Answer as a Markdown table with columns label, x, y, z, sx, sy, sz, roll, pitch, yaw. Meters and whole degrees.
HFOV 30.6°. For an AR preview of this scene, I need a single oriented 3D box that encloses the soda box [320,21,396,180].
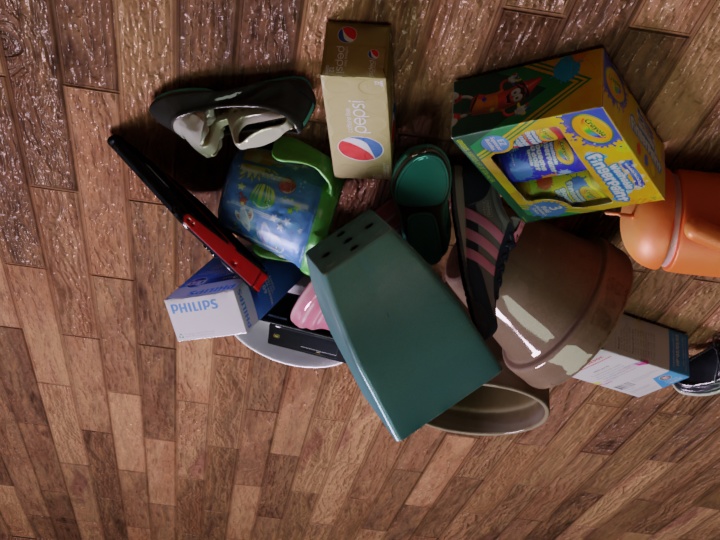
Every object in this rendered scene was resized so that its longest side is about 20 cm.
| label | x | y | z | sx | sy | sz | roll | pitch | yaw |
| --- | --- | --- | --- | --- | --- | --- | --- | --- | --- |
| soda box | 0.001 | -0.170 | 1.354 | 0.067 | 0.065 | 0.201 | 3 | 155 | 5 |

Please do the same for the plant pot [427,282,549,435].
| label | x | y | z | sx | sy | sz | roll | pitch | yaw |
| --- | --- | --- | --- | --- | --- | --- | --- | --- | --- |
| plant pot | 0.160 | 0.108 | 1.777 | 0.197 | 0.176 | 0.201 | 5 | 156 | 2 |

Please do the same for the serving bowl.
| label | x | y | z | sx | sy | sz | roll | pitch | yaw |
| --- | --- | --- | --- | --- | --- | --- | --- | --- | --- |
| serving bowl | -0.088 | 0.051 | 1.816 | 0.197 | 0.066 | 0.201 | 9 | 143 | 7 |

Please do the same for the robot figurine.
| label | x | y | z | sx | sy | sz | roll | pitch | yaw |
| --- | --- | --- | --- | --- | --- | --- | --- | --- | --- |
| robot figurine | 0.376 | -0.053 | 1.461 | 0.197 | 0.145 | 0.117 | 6 | 138 | -1 |

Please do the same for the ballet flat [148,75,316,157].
| label | x | y | z | sx | sy | sz | roll | pitch | yaw |
| --- | --- | --- | --- | --- | --- | --- | --- | --- | --- |
| ballet flat | -0.142 | -0.161 | 1.395 | 0.197 | 0.069 | 0.068 | -6 | 153 | 24 |

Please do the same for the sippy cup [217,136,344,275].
| label | x | y | z | sx | sy | sz | roll | pitch | yaw |
| --- | --- | --- | --- | --- | --- | --- | --- | --- | --- |
| sippy cup | -0.091 | -0.079 | 1.503 | 0.129 | 0.140 | 0.180 | 17 | 111 | -2 |

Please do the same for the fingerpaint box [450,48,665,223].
| label | x | y | z | sx | sy | sz | roll | pitch | yaw |
| --- | --- | --- | --- | --- | --- | --- | --- | --- | --- |
| fingerpaint box | 0.210 | -0.133 | 1.376 | 0.165 | 0.074 | 0.200 | -9 | 152 | 28 |

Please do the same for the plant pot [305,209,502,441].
| label | x | y | z | sx | sy | sz | roll | pitch | yaw |
| --- | --- | --- | --- | --- | --- | --- | --- | --- | --- |
| plant pot | 0.032 | 0.046 | 1.440 | 0.140 | 0.141 | 0.201 | -33 | 112 | -5 |

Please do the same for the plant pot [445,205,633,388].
| label | x | y | z | sx | sy | sz | roll | pitch | yaw |
| --- | --- | --- | --- | --- | --- | --- | --- | --- | --- |
| plant pot | 0.201 | 0.015 | 1.587 | 0.174 | 0.202 | 0.200 | 34 | 146 | -18 |

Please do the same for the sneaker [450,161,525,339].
| label | x | y | z | sx | sy | sz | roll | pitch | yaw |
| --- | --- | --- | --- | --- | --- | --- | --- | --- | --- |
| sneaker | 0.149 | -0.025 | 1.478 | 0.081 | 0.203 | 0.070 | -7 | 175 | 1 |

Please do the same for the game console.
| label | x | y | z | sx | sy | sz | roll | pitch | yaw |
| --- | --- | --- | --- | --- | --- | --- | --- | --- | --- |
| game console | -0.198 | -0.064 | 1.511 | 0.200 | 0.031 | 0.177 | 43 | -178 | 41 |

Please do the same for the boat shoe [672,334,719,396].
| label | x | y | z | sx | sy | sz | roll | pitch | yaw |
| --- | --- | --- | --- | --- | --- | --- | --- | --- | --- |
| boat shoe | 0.525 | 0.124 | 1.860 | 0.198 | 0.076 | 0.062 | -22 | 139 | 36 |

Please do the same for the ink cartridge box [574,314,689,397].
| label | x | y | z | sx | sy | sz | roll | pitch | yaw |
| --- | --- | --- | --- | --- | --- | --- | --- | --- | --- |
| ink cartridge box | 0.355 | 0.113 | 1.872 | 0.198 | 0.069 | 0.115 | 17 | 152 | -24 |

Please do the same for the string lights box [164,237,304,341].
| label | x | y | z | sx | sy | sz | roll | pitch | yaw |
| --- | --- | --- | --- | --- | --- | --- | --- | --- | --- |
| string lights box | -0.148 | 0.014 | 1.631 | 0.101 | 0.200 | 0.060 | -7 | 110 | 26 |

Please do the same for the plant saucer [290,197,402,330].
| label | x | y | z | sx | sy | sz | roll | pitch | yaw |
| --- | --- | --- | --- | --- | --- | --- | --- | --- | --- |
| plant saucer | 0.000 | 0.000 | 1.567 | 0.051 | 0.200 | 0.201 | 41 | 155 | 8 |

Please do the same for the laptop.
| label | x | y | z | sx | sy | sz | roll | pitch | yaw |
| --- | --- | --- | --- | --- | --- | --- | --- | --- | --- |
| laptop | -0.043 | 0.098 | 1.718 | 0.175 | 0.104 | 0.201 | 15 | 144 | 2 |

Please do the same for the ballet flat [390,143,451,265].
| label | x | y | z | sx | sy | sz | roll | pitch | yaw |
| --- | --- | --- | --- | --- | --- | --- | --- | --- | --- |
| ballet flat | 0.067 | -0.089 | 1.455 | 0.066 | 0.071 | 0.201 | -2 | 144 | 3 |
